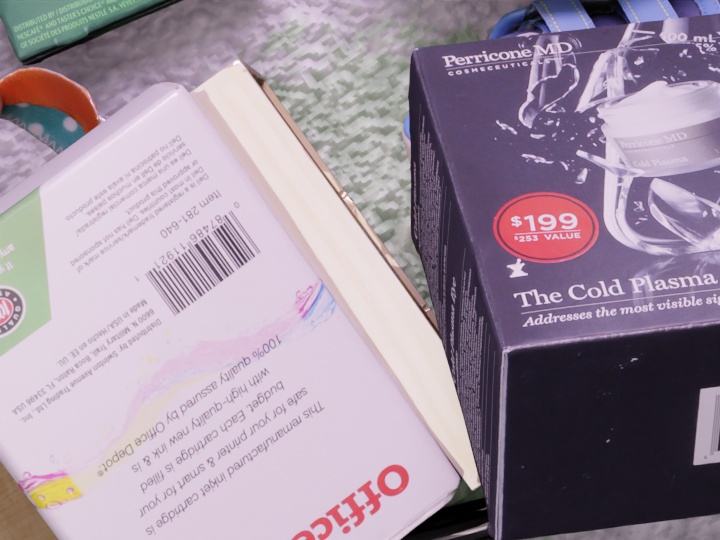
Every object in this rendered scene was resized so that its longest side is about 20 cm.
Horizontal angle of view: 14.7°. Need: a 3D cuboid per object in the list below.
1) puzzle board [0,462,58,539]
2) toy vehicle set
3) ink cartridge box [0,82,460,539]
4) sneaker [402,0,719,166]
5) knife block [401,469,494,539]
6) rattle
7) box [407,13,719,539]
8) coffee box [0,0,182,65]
[{"bbox_3d":[-0.139,0.104,1.172,0.200,0.017,0.151,-34,99,-8],"label":"puzzle board"},{"bbox_3d":[0.000,0.000,1.189,0.026,0.124,0.200,-36,89,3],"label":"toy vehicle set"},{"bbox_3d":[-0.077,0.046,1.129,0.145,0.084,0.200,-36,99,-5],"label":"ink cartridge box"},{"bbox_3d":[0.105,-0.082,1.179,0.200,0.074,0.082,-37,128,8],"label":"sneaker"},{"bbox_3d":[-0.008,0.167,1.238,0.175,0.064,0.201,32,99,5],"label":"knife block"},{"bbox_3d":[-0.200,-0.103,1.229,0.199,0.130,0.143,-15,50,23],"label":"rattle"},{"bbox_3d":[0.130,-0.005,1.084,0.199,0.182,0.104,-7,131,-7],"label":"box"},{"bbox_3d":[-0.127,-0.205,1.206,0.123,0.044,0.201,-22,93,10],"label":"coffee box"}]
